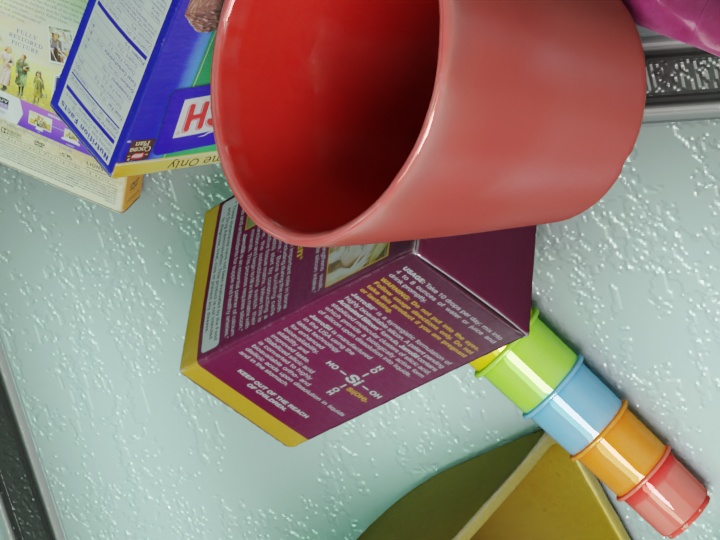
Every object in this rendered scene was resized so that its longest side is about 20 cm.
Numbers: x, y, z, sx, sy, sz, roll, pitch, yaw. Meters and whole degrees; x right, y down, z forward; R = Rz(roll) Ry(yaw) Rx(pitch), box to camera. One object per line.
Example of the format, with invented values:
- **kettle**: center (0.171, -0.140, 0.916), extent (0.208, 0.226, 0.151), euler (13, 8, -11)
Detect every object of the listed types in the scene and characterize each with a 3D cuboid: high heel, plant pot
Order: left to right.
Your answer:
- **plant pot**: center (0.046, -0.103, 1.610), extent (0.200, 0.177, 0.201), euler (-9, 78, 50)
- **plant pot**: center (0.055, 0.241, 1.872), extent (0.200, 0.195, 0.195), euler (-17, 109, 43)
- **high heel**: center (0.203, -0.119, 1.651), extent (0.096, 0.067, 0.200), euler (-40, 91, 30)

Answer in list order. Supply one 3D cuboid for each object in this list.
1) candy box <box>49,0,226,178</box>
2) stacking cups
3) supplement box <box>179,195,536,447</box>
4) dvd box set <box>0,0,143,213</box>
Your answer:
- **candy box**: center (-0.067, -0.156, 1.707), extent (0.077, 0.169, 0.200), euler (52, 135, 29)
- **stacking cups**: center (0.134, 0.082, 1.815), extent (0.200, 0.061, 0.061), euler (42, 128, -2)
- **supplement box**: center (0.000, 0.000, 1.775), extent (0.200, 0.131, 0.103), euler (-27, 131, 37)
- **dvd box set**: center (-0.195, -0.148, 1.868), extent (0.146, 0.029, 0.200), euler (22, 126, 16)
